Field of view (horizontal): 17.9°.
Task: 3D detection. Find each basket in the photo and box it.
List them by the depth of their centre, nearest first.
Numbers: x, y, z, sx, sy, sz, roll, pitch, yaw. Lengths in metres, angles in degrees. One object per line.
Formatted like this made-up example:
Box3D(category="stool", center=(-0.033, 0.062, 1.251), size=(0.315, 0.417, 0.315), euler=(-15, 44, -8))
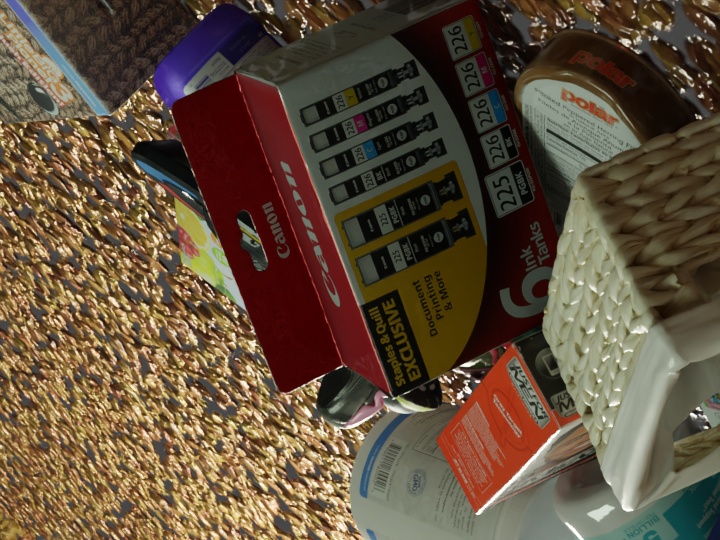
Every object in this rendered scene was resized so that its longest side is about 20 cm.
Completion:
Box3D(category="basket", center=(0.180, 0.019, 1.219), size=(0.200, 0.135, 0.124), euler=(93, 152, -61))

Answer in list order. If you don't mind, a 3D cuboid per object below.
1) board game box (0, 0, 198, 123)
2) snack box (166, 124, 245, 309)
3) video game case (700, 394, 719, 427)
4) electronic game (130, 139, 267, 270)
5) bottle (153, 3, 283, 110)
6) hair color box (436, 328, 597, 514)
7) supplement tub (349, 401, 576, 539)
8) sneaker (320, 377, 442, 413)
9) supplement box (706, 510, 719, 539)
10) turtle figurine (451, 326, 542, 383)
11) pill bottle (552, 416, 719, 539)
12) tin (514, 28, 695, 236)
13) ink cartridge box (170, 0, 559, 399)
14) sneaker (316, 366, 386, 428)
Box3D(category="board game box", center=(-0.235, -0.198, 1.648), size=(0.160, 0.097, 0.200), euler=(52, 158, -20))
Box3D(category="snack box", center=(-0.075, -0.030, 1.733), size=(0.142, 0.053, 0.200), euler=(35, 157, 17))
Box3D(category="video game case", center=(0.275, 0.087, 1.369), size=(0.200, 0.022, 0.182), euler=(17, 147, 50))
Box3D(category="electronic game", center=(-0.073, -0.025, 1.552), size=(0.200, 0.042, 0.200), euler=(35, 176, 3))
Box3D(category="bottle", center=(-0.045, -0.087, 1.534), size=(0.200, 0.084, 0.065), euler=(43, 165, 0))
Box3D(category="hair color box", center=(0.123, 0.082, 1.405), size=(0.061, 0.101, 0.200), euler=(62, 161, 14))
Box3D(category="supplement tub", center=(0.097, 0.178, 1.706), size=(0.200, 0.132, 0.132), euler=(16, 146, 50))
Box3D(category="sneaker", center=(0.009, 0.065, 1.604), size=(0.200, 0.081, 0.074), euler=(-93, -17, -83))
Box3D(category="supplement box", center=(0.304, 0.214, 1.382), size=(0.109, 0.110, 0.200), euler=(32, 169, -31))
Box3D(category="turtle figurine", center=(0.084, 0.024, 1.499), size=(0.150, 0.101, 0.200), euler=(41, 167, 20))
Box3D(category="pill bottle", center=(0.228, 0.192, 1.526), size=(0.200, 0.111, 0.111), euler=(49, 158, -15))
Box3D(category="tin", center=(0.141, -0.059, 1.318), size=(0.112, 0.042, 0.200), euler=(30, 155, 21))
Box3D(category="ink cartridge box", center=(0.009, -0.038, 1.320), size=(0.084, 0.175, 0.201), euler=(27, 141, 67))
Box3D(category="sneaker", center=(0.000, 0.000, 1.451), size=(0.095, 0.201, 0.079), euler=(18, -175, -20))
